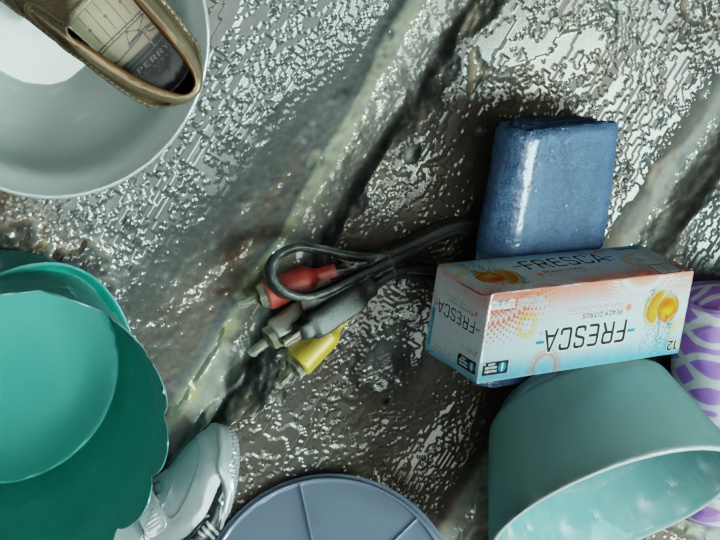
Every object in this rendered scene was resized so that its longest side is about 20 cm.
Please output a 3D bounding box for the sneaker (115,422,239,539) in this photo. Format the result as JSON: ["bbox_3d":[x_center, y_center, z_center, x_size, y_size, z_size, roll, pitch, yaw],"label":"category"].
[{"bbox_3d":[-0.174,0.182,1.217,0.114,0.075,0.201,30,99,-27],"label":"sneaker"}]

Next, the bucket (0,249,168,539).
[{"bbox_3d":[-0.232,0.089,1.135,0.205,0.135,0.210,-6,110,-17],"label":"bucket"}]

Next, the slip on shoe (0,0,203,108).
[{"bbox_3d":[-0.171,-0.168,1.014,0.076,0.061,0.200,-45,115,0],"label":"slip on shoe"}]

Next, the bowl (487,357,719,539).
[{"bbox_3d":[0.175,0.133,1.280,0.198,0.106,0.201,-14,154,-7],"label":"bowl"}]

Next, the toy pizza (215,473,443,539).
[{"bbox_3d":[-0.024,0.251,1.263,0.197,0.032,0.203,-1,70,4],"label":"toy pizza"}]

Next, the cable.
[{"bbox_3d":[0.000,0.000,1.249,0.199,0.050,0.098,-31,108,-21],"label":"cable"}]

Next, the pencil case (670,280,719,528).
[{"bbox_3d":[0.287,0.102,1.352,0.085,0.084,0.202,-16,115,-38],"label":"pencil case"}]

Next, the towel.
[{"bbox_3d":[0.129,-0.016,1.263,0.111,0.048,0.202,-7,113,-36],"label":"towel"}]

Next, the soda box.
[{"bbox_3d":[0.144,0.028,1.220,0.198,0.063,0.069,-5,112,-35],"label":"soda box"}]

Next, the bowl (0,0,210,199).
[{"bbox_3d":[-0.202,-0.154,1.091,0.199,0.090,0.204,-6,109,-18],"label":"bowl"}]
